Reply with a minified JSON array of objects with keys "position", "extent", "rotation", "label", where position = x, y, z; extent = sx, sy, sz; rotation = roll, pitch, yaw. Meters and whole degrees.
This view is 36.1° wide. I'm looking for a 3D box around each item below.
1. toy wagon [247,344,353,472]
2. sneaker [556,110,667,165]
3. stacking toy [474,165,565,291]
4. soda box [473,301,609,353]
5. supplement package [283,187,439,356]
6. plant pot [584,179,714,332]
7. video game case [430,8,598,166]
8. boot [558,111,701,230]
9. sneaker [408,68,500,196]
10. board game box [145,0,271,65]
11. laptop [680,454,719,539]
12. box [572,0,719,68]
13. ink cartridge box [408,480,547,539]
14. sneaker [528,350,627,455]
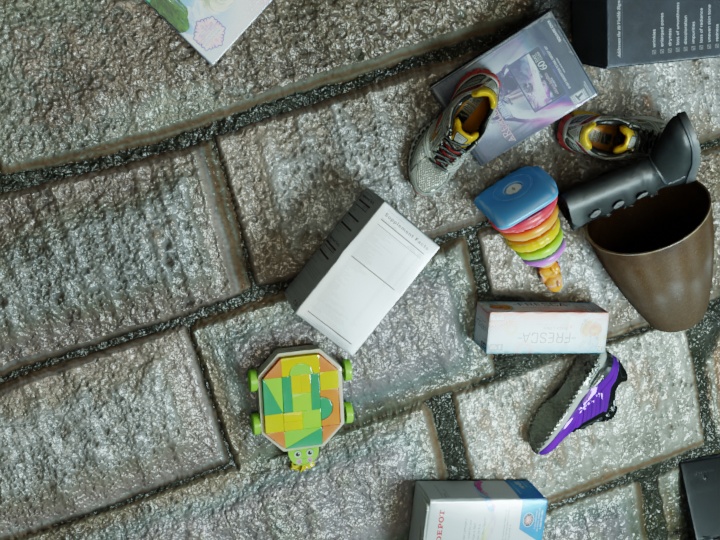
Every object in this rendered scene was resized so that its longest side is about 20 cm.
[{"position":[-0.087,0.212,1.652],"extent":[0.154,0.040,0.202],"rotation":[-5,105,-12],"label":"toy wagon"},{"position":[0.395,-0.188,1.638],"extent":[0.198,0.082,0.078],"rotation":[2,104,-15],"label":"sneaker"},{"position":[0.264,-0.046,1.650],"extent":[0.109,0.116,0.201],"rotation":[-31,120,-2],"label":"stacking toy"},{"position":[0.278,0.087,1.697],"extent":[0.198,0.064,0.069],"rotation":[1,104,-13],"label":"soda box"},{"position":[0.000,0.000,1.582],"extent":[0.114,0.110,0.200],"rotation":[38,93,-19],"label":"supplement package"},{"position":[0.456,-0.010,1.672],"extent":[0.186,0.187,0.201],"rotation":[-30,123,-5],"label":"plant pot"},{"position":[0.221,-0.260,1.589],"extent":[0.199,0.019,0.143],"rotation":[-31,110,13],"label":"video game case"},{"position":[0.379,-0.138,1.578],"extent":[0.199,0.066,0.165],"rotation":[-19,151,6],"label":"boot"},{"position":[0.129,-0.191,1.567],"extent":[0.077,0.082,0.201],"rotation":[26,114,-10],"label":"sneaker"},{"position":[-0.202,-0.413,1.455],"extent":[0.199,0.041,0.200],"rotation":[42,92,-20],"label":"board game box"},{"position":[0.632,0.420,1.898],"extent":[0.186,0.116,0.201],"rotation":[-7,134,-12],"label":"laptop"},{"position":[0.413,-0.399,1.567],"extent":[0.195,0.124,0.202],"rotation":[-8,106,-13],"label":"box"},{"position":[0.180,0.411,1.745],"extent":[0.198,0.085,0.146],"rotation":[3,103,-16],"label":"ink cartridge box"},{"position":[0.354,0.221,1.747],"extent":[0.099,0.070,0.201],"rotation":[34,95,-21],"label":"sneaker"}]
